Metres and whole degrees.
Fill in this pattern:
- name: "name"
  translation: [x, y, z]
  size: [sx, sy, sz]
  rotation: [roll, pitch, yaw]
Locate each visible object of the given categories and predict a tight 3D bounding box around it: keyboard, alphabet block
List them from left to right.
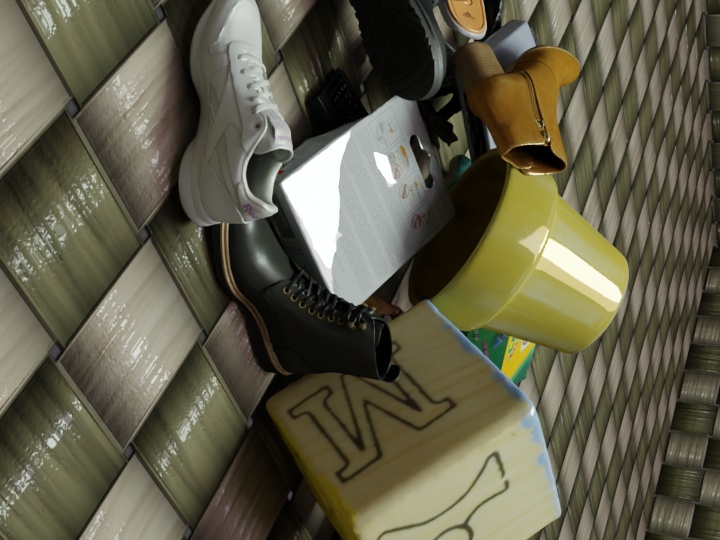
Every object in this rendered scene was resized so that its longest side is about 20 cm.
- name: "keyboard"
  translation: [0.016, -0.112, 1.033]
  size: [0.200, 0.040, 0.104]
  rotation: [56, 42, -26]
- name: "alphabet block"
  translation: [0.054, 0.188, 0.971]
  size: [0.200, 0.196, 0.196]
  rotation: [-31, 130, -12]

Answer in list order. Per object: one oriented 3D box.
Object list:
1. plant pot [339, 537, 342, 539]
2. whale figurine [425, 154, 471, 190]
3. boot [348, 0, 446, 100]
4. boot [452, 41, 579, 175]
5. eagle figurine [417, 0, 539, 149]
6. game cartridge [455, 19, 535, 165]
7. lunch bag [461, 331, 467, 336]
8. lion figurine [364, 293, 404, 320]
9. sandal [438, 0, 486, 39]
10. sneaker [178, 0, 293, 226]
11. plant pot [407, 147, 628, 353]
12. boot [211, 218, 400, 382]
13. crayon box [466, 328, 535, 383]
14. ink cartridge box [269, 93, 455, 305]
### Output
- name: "plant pot"
  translation: [0.051, 0.323, 1.115]
  size: [0.187, 0.187, 0.200]
  rotation: [51, 38, -54]
- name: "whale figurine"
  translation: [0.139, -0.071, 1.263]
  size: [0.200, 0.104, 0.159]
  rotation: [4, 91, -65]
- name: "boot"
  translation: [0.072, -0.276, 1.006]
  size: [0.158, 0.079, 0.211]
  rotation: [-12, 76, -41]
- name: "boot"
  translation: [0.189, -0.167, 1.034]
  size: [0.201, 0.071, 0.144]
  rotation: [-4, 64, -42]
- name: "eagle figurine"
  translation: [0.147, -0.256, 1.202]
  size: [0.151, 0.200, 0.152]
  rotation: [50, 0, -5]
- name: "game cartridge"
  translation: [0.174, -0.184, 1.151]
  size: [0.133, 0.041, 0.200]
  rotation: [-40, 131, -33]
- name: "lunch bag"
  translation: [0.142, 0.091, 1.335]
  size: [0.200, 0.075, 0.161]
  rotation: [-9, 108, -61]
- name: "lion figurine"
  translation: [0.000, 0.000, 1.067]
  size: [0.122, 0.072, 0.200]
  rotation: [22, 61, -54]
- name: "sandal"
  translation: [0.122, -0.354, 1.129]
  size: [0.079, 0.059, 0.207]
  rotation: [11, 51, -30]
- name: "sneaker"
  translation: [-0.092, -0.135, 0.813]
  size: [0.075, 0.099, 0.200]
  rotation: [5, 89, -60]
- name: "plant pot"
  translation: [0.182, -0.005, 1.077]
  size: [0.189, 0.201, 0.201]
  rotation: [29, 61, -13]
- name: "boot"
  translation: [-0.044, 0.018, 0.892]
  size: [0.078, 0.138, 0.200]
  rotation: [-60, 143, -38]
- name: "crayon box"
  translation: [0.192, 0.049, 1.257]
  size: [0.119, 0.058, 0.200]
  rotation: [-9, 113, -61]
- name: "ink cartridge box"
  translation: [0.001, -0.072, 0.984]
  size: [0.200, 0.050, 0.162]
  rotation: [-43, 122, -34]
